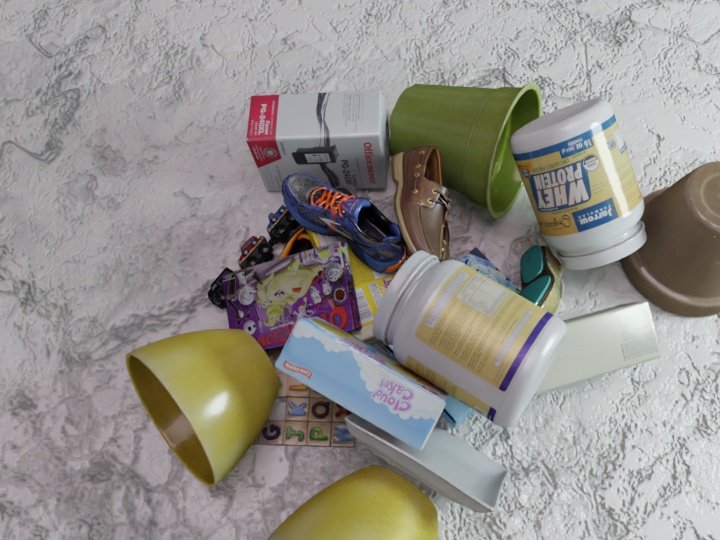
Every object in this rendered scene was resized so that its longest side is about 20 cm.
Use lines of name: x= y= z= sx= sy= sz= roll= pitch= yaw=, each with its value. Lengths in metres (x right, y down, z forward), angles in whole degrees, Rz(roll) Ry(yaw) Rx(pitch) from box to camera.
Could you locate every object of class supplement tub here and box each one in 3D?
supplement tub: x=0.129 y=0.077 z=0.930 sx=0.199 sy=0.146 sz=0.146 roll=31 pitch=70 yaw=18
supplement tub: x=0.303 y=-0.118 z=1.063 sx=0.144 sy=0.145 sz=0.201 roll=-26 pitch=102 yaw=-10

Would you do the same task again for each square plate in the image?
square plate: x=0.085 y=0.227 z=0.960 sx=0.197 sy=0.200 sz=0.029 roll=28 pitch=95 yaw=15

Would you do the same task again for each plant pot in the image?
plant pot: x=0.149 y=-0.202 z=1.166 sx=0.189 sy=0.201 sz=0.201 roll=21 pitch=67 yaw=25
plant pot: x=0.012 y=0.318 z=0.908 sx=0.199 sy=0.201 sz=0.142 roll=30 pitch=61 yaw=15
plant pot: x=-0.191 y=0.155 z=1.007 sx=0.142 sy=0.201 sz=0.200 roll=-34 pitch=67 yaw=-28
plant pot: x=0.481 y=-0.061 z=1.078 sx=0.198 sy=0.175 sz=0.202 roll=-1 pitch=63 yaw=2

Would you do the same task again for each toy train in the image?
toy train: x=-0.159 y=-0.027 z=1.167 sx=0.046 sy=0.034 sz=0.200 roll=30 pitch=70 yaw=28

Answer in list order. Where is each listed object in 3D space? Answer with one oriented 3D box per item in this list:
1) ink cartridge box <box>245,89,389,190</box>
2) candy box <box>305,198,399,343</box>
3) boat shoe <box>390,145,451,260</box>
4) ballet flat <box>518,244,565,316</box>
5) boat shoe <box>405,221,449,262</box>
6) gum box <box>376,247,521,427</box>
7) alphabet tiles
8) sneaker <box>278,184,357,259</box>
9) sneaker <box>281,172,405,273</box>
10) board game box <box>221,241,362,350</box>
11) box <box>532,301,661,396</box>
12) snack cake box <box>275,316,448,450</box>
ink cartridge box: x=-0.058 y=-0.193 z=1.171 sx=0.198 sy=0.146 sz=0.084 roll=-1 pitch=64 yaw=7
candy box: x=0.000 y=0.000 z=1.084 sx=0.101 sy=0.026 sz=0.201 roll=-15 pitch=69 yaw=-20
boat shoe: x=0.087 y=-0.094 z=1.050 sx=0.067 sy=0.072 sz=0.202 roll=-24 pitch=49 yaw=23
ballet flat: x=0.249 y=0.032 z=1.053 sx=0.070 sy=0.071 sz=0.200 roll=12 pitch=30 yaw=8
boat shoe: x=0.095 y=-0.046 z=1.117 sx=0.070 sy=0.071 sz=0.201 roll=-14 pitch=45 yaw=8
gum box: x=0.148 y=0.091 z=1.091 sx=0.200 sy=0.045 sz=0.170 roll=-39 pitch=69 yaw=-14
alphabet tiles: x=-0.086 y=0.147 z=1.095 sx=0.165 sy=0.008 sz=0.202 roll=1 pitch=65 yaw=3
sneaker: x=-0.060 y=-0.052 z=1.150 sx=0.078 sy=0.077 sz=0.201 roll=23 pitch=67 yaw=14
sneaker: x=-0.018 y=-0.080 z=1.058 sx=0.199 sy=0.079 sz=0.076 roll=30 pitch=62 yaw=4
board game box: x=-0.098 y=0.042 z=1.064 sx=0.198 sy=0.032 sz=0.121 roll=-15 pitch=83 yaw=25
box: x=0.295 y=0.103 z=1.036 sx=0.198 sy=0.068 sz=0.083 roll=-12 pitch=87 yaw=-15
snack cake box: x=0.006 y=0.132 z=0.944 sx=0.199 sy=0.115 sz=0.068 roll=28 pitch=91 yaw=9
